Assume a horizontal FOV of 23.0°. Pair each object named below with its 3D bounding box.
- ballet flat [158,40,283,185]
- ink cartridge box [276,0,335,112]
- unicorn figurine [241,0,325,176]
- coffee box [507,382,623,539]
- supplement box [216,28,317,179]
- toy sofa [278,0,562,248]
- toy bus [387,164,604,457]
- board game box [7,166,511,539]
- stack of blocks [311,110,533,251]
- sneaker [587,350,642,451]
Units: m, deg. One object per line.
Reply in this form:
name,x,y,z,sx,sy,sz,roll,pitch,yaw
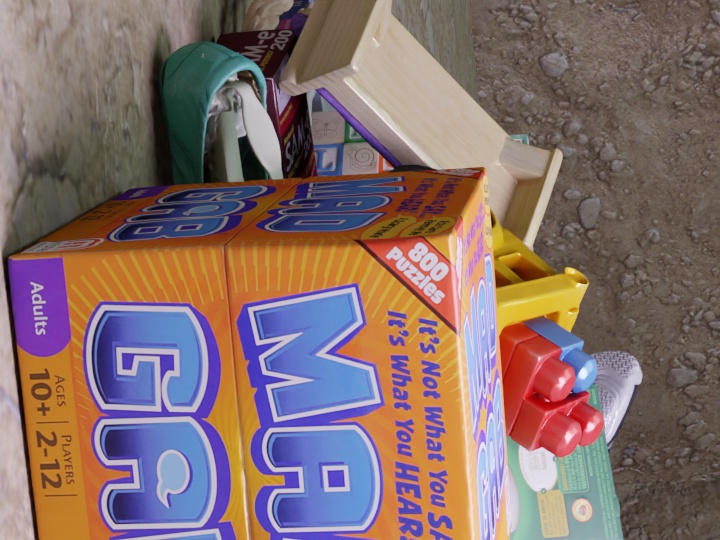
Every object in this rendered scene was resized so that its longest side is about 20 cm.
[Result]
ballet flat,-0.075,-0.034,1.046,0.067,0.070,0.202,-20,109,-43
ink cartridge box,-0.039,-0.155,1.455,0.120,0.042,0.201,-79,166,-58
unicorn figurine,-0.053,-0.122,1.288,0.200,0.073,0.138,60,34,-40
coffee box,0.085,0.148,1.276,0.044,0.199,0.124,138,-54,-65
supplement box,-0.064,-0.049,1.183,0.109,0.060,0.201,-73,158,-64
toy sofa,0.032,-0.092,1.156,0.200,0.097,0.083,43,54,-32
toy bus,0.044,0.043,1.024,0.199,0.192,0.136,-10,129,-50
board game box,-0.036,0.067,0.865,0.200,0.198,0.202,-53,140,-76
stack of blocks,0.032,-0.060,1.355,0.059,0.198,0.116,69,21,-62
sneaker,0.164,0.163,1.388,0.200,0.075,0.114,-51,134,-19
